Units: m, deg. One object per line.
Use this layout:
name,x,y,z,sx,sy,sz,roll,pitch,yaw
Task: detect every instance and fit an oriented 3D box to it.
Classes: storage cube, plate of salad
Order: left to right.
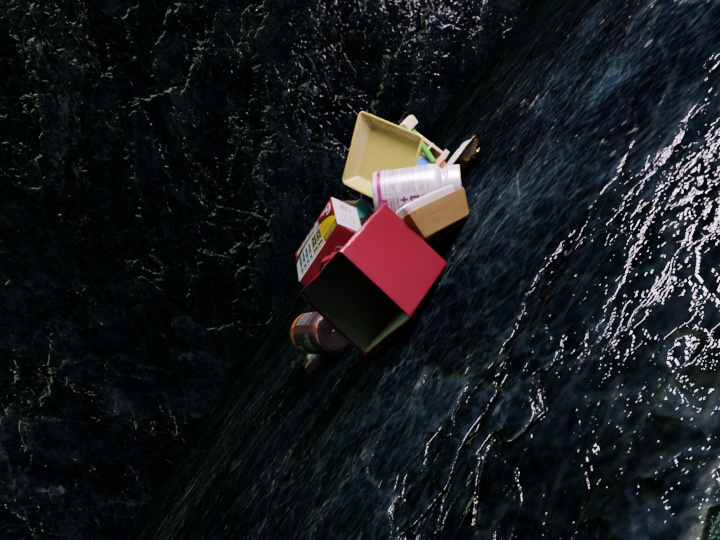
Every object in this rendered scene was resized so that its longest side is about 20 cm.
storage cube,0.027,0.018,1.232,0.171,0.200,0.180,-45,4,46
plate of salad,0.252,-0.267,1.696,0.201,0.048,0.200,-54,-4,-6

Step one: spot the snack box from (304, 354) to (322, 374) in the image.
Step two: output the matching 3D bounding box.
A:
snack box,-0.121,0.224,1.772,0.072,0.024,0.200,-51,8,5

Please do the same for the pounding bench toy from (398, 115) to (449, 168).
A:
pounding bench toy,0.152,-0.301,1.710,0.124,0.156,0.200,-50,-6,-24

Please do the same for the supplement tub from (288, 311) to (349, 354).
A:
supplement tub,-0.107,0.153,1.585,0.107,0.107,0.200,-55,20,-23

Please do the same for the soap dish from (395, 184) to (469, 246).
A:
soap dish,0.125,-0.090,1.341,0.200,0.081,0.157,-28,-11,-43

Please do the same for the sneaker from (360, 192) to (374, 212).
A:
sneaker,0.078,-0.174,1.753,0.088,0.200,0.081,-46,-8,-41

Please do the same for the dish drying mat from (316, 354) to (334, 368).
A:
dish drying mat,-0.059,0.172,1.676,0.077,0.018,0.200,-46,11,36

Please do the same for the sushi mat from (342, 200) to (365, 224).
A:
sushi mat,-0.021,-0.155,1.855,0.200,0.012,0.096,-16,-53,-66

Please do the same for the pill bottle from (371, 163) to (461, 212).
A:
pill bottle,0.132,-0.182,1.467,0.199,0.114,0.113,-7,21,11

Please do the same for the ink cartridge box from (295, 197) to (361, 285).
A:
ink cartridge box,-0.080,-0.054,1.650,0.200,0.083,0.176,-55,28,26

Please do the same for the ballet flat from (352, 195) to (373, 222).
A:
ballet flat,0.014,-0.183,1.815,0.067,0.068,0.200,-40,-1,44

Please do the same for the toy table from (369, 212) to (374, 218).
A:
toy table,0.033,-0.064,1.844,0.184,0.117,0.200,-54,7,-13

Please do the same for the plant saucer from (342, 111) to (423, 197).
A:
plant saucer,0.063,-0.282,1.647,0.048,0.199,0.201,-21,-47,-53
